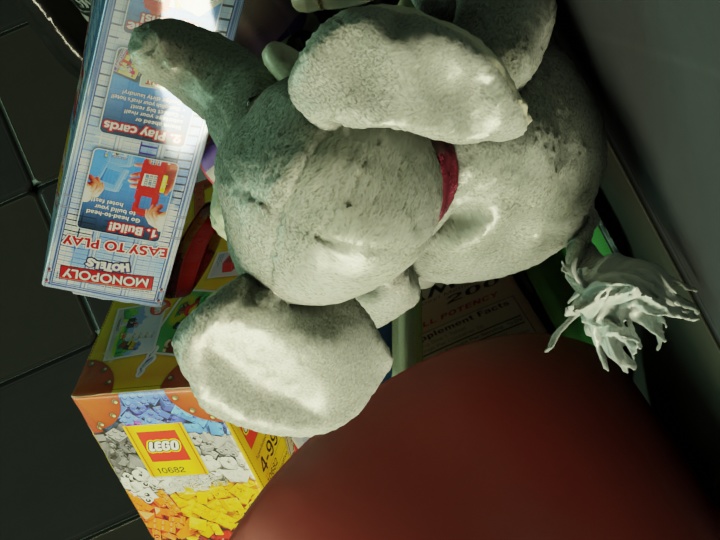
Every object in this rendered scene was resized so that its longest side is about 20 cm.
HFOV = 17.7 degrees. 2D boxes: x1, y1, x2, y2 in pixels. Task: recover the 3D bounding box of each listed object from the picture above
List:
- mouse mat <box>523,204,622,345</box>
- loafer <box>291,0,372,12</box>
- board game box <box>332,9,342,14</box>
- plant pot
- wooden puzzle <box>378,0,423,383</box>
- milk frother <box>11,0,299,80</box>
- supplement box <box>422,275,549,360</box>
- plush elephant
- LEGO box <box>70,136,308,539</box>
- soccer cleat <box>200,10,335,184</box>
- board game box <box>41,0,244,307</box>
[{"bbox_3d":[0.072,-0.028,0.941,0.200,0.008,0.161,75,170,-65],"label":"mouse mat"},{"bbox_3d":[-0.029,-0.184,0.924,0.072,0.063,0.200,68,178,-56],"label":"loafer"},{"bbox_3d":[-0.036,-0.179,1.057,0.096,0.030,0.200,66,-171,6],"label":"board game box"},{"bbox_3d":[0.070,0.152,0.835,0.177,0.200,0.200,49,165,38],"label":"plant pot"},{"bbox_3d":[0.000,0.000,0.998,0.185,0.046,0.200,103,172,-70],"label":"wooden puzzle"},{"bbox_3d":[-0.094,-0.199,1.283,0.180,0.200,0.188,16,151,52],"label":"milk frother"},{"bbox_3d":[0.079,0.103,1.073,0.200,0.074,0.126,-119,7,-51],"label":"supplement box"},{"bbox_3d":[-0.003,-0.038,0.741,0.155,0.165,0.200,5,-147,-50],"label":"plush elephant"},{"bbox_3d":[-0.057,0.042,1.183,0.200,0.077,0.149,-72,-33,-44],"label":"LEGO box"},{"bbox_3d":[-0.031,-0.085,1.141,0.068,0.073,0.200,52,-166,-6],"label":"soccer cleat"},{"bbox_3d":[-0.101,-0.097,1.088,0.200,0.062,0.200,-101,24,-65],"label":"board game box"}]
